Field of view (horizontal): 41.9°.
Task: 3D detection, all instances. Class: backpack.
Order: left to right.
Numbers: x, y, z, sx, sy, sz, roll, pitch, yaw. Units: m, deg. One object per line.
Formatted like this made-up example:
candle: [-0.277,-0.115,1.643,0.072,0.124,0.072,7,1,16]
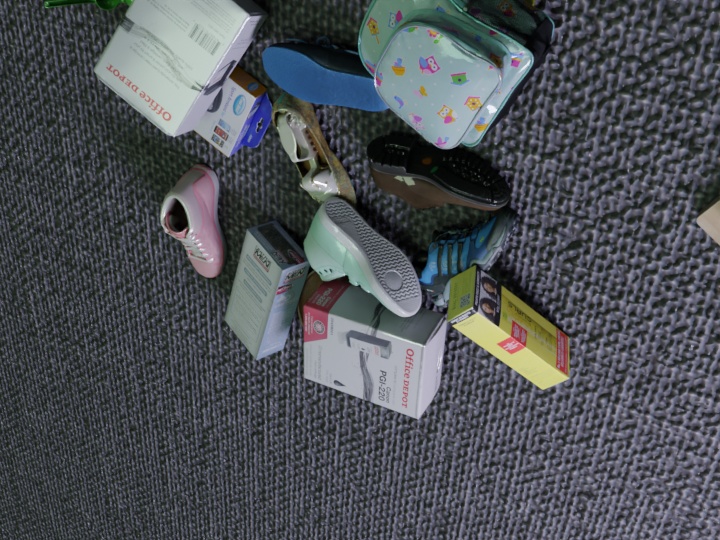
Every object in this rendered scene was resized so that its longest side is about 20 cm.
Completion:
backpack: [0.094,-0.256,1.086,0.200,0.153,0.176,41,141,5]

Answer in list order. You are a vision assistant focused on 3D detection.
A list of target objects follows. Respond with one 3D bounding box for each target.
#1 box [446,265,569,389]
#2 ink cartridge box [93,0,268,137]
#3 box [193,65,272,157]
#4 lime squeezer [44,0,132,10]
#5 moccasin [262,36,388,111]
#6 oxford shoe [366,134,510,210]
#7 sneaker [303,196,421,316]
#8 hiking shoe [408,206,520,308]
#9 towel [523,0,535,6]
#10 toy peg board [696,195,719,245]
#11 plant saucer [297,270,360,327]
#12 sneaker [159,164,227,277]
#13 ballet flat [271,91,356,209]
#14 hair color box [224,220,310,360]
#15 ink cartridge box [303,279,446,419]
box: [0.201,0.079,1.262,0.199,0.076,0.050,36,135,-28]
ink cartridge box: [-0.242,-0.307,1.268,0.145,0.084,0.201,39,110,1]
box: [-0.221,-0.257,1.360,0.199,0.041,0.119,39,132,5]
lime squeezer: [-0.339,-0.387,1.330,0.197,0.071,0.038,0,102,-4]
moccasin: [-0.033,-0.256,1.233,0.198,0.068,0.081,23,137,17]
oxford shoe: [0.105,-0.116,1.251,0.198,0.073,0.085,21,145,20]
sneaker: [0.000,0.000,1.348,0.201,0.074,0.118,49,144,7]
hiking shoe: [0.135,-0.027,1.278,0.087,0.074,0.200,41,132,-1]
towel: [0.111,-0.325,1.134,0.198,0.018,0.087,21,134,16]
toy peg board: [0.508,-0.031,1.039,0.200,0.098,0.199,43,132,-1]
plant saucer: [-0.004,0.070,1.452,0.198,0.037,0.202,15,127,21]
sneaker: [-0.267,-0.057,1.479,0.074,0.105,0.202,16,128,18]
ballet flat: [-0.070,-0.154,1.321,0.070,0.071,0.202,-10,115,35]
hair color box: [-0.148,0.033,1.476,0.099,0.060,0.201,46,137,27]
ink cartridge box: [0.018,0.114,1.389,0.198,0.085,0.147,16,127,19]
